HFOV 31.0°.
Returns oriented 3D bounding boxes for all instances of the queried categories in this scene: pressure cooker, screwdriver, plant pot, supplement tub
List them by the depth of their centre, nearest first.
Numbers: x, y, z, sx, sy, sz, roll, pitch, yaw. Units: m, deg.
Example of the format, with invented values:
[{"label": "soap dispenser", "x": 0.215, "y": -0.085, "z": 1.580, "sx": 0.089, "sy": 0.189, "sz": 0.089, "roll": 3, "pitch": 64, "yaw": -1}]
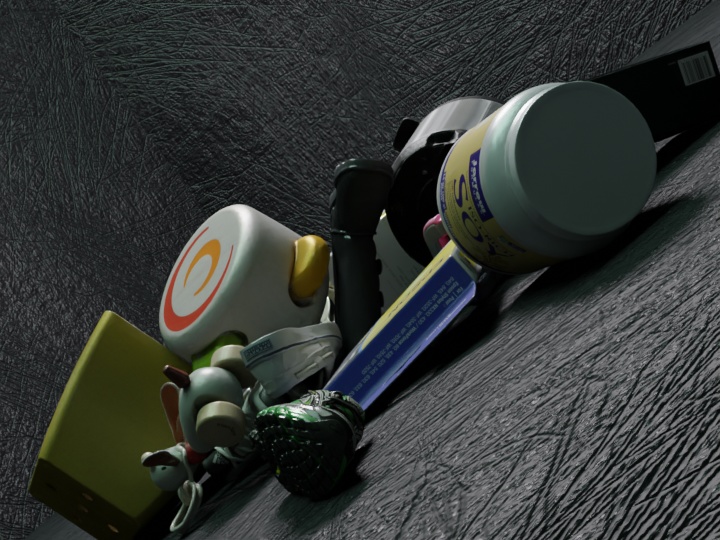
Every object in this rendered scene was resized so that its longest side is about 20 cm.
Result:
[{"label": "supplement tub", "x": 0.157, "y": -0.077, "z": 1.116, "sx": 0.145, "sy": 0.146, "sz": 0.200, "roll": -38, "pitch": 2, "yaw": -13}, {"label": "screwdriver", "x": 0.095, "y": 0.034, "z": 1.250, "sx": 0.028, "sy": 0.029, "sz": 0.200, "roll": -36, "pitch": -2, "yaw": 27}, {"label": "pressure cooker", "x": 0.130, "y": -0.104, "z": 1.488, "sx": 0.177, "sy": 0.177, "sz": 0.200, "roll": -18, "pitch": 19, "yaw": 23}, {"label": "plant pot", "x": -0.273, "y": 0.204, "z": 1.498, "sx": 0.177, "sy": 0.199, "sz": 0.200, "roll": -58, "pitch": 2, "yaw": -33}]

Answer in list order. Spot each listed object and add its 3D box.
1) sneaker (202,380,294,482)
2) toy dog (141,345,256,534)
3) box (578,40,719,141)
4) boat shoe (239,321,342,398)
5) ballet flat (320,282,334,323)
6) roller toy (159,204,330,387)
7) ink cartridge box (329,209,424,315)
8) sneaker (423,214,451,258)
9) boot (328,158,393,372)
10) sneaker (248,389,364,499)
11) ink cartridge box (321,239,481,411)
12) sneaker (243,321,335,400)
[{"label": "sneaker", "x": -0.113, "y": 0.178, "z": 1.371, "sx": 0.115, "sy": 0.076, "sz": 0.201, "roll": -47, "pitch": -4, "yaw": -11}, {"label": "toy dog", "x": -0.183, "y": 0.155, "z": 1.319, "sx": 0.201, "sy": 0.095, "sz": 0.132, "roll": -58, "pitch": 19, "yaw": 20}, {"label": "box", "x": 0.251, "y": -0.155, "z": 1.321, "sx": 0.198, "sy": 0.080, "sz": 0.141, "roll": -19, "pitch": 1, "yaw": -13}, {"label": "boat shoe", "x": -0.057, "y": 0.095, "z": 1.301, "sx": 0.071, "sy": 0.066, "sz": 0.200, "roll": -27, "pitch": -8, "yaw": 10}, {"label": "ballet flat", "x": -0.025, "y": 0.033, "z": 1.737, "sx": 0.073, "sy": 0.073, "sz": 0.201, "roll": -36, "pitch": 27, "yaw": 30}, {"label": "roller toy", "x": -0.126, "y": 0.030, "z": 1.473, "sx": 0.202, "sy": 0.139, "sz": 0.182, "roll": -60, "pitch": 29, "yaw": 2}, {"label": "ink cartridge box", "x": 0.050, "y": -0.011, "z": 1.627, "sx": 0.199, "sy": 0.126, "sz": 0.128, "roll": -38, "pitch": 3, "yaw": -17}, {"label": "sneaker", "x": 0.157, "y": -0.060, "z": 1.317, "sx": 0.199, "sy": 0.080, "sz": 0.095, "roll": -13, "pitch": 17, "yaw": 45}, {"label": "boot", "x": 0.000, "y": 0.000, "z": 1.388, "sx": 0.065, "sy": 0.203, "sz": 0.165, "roll": 2, "pitch": -16, "yaw": -5}, {"label": "sneaker", "x": -0.035, "y": 0.122, "z": 1.019, "sx": 0.085, "sy": 0.078, "sz": 0.200, "roll": -37, "pitch": 2, "yaw": -13}, {"label": "ink cartridge box", "x": 0.036, "y": 0.059, "z": 1.222, "sx": 0.198, "sy": 0.047, "sz": 0.200, "roll": -47, "pitch": -1, "yaw": 14}, {"label": "sneaker", "x": -0.058, "y": 0.115, "z": 1.541, "sx": 0.199, "sy": 0.078, "sz": 0.082, "roll": -35, "pitch": -4, "yaw": 26}]
